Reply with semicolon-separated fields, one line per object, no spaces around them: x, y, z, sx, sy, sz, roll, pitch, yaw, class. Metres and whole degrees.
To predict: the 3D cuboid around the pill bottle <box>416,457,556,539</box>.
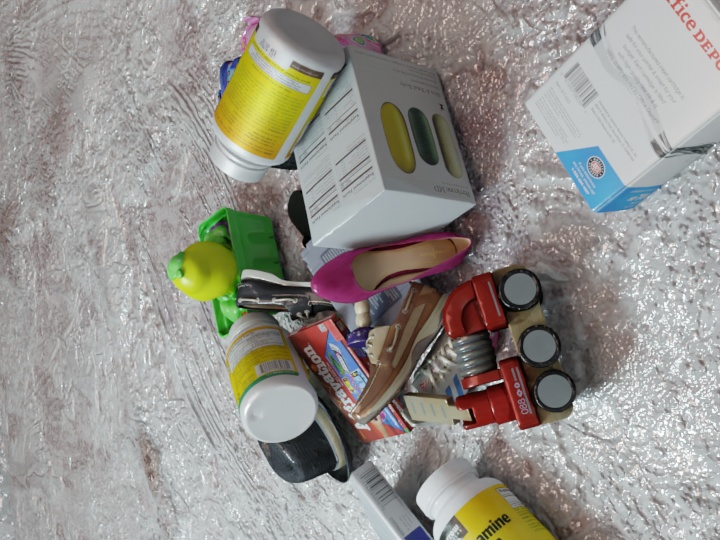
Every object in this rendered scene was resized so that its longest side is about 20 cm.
0.161;0.326;0.938;0.200;0.112;0.113;44;126;36;pill bottle

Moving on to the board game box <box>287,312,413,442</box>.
-0.015;0.158;1.116;0.103;0.019;0.200;-24;104;45;board game box

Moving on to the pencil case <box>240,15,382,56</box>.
-0.066;-0.289;1.047;0.087;0.200;0.088;5;96;52;pencil case

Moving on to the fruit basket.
-0.232;0.005;1.270;0.155;0.215;0.216;-23;77;56;fruit basket

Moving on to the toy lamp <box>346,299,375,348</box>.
0.000;0.000;1.043;0.058;0.058;0.200;-23;68;48;toy lamp

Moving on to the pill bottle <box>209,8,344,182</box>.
-0.109;-0.205;0.945;0.200;0.109;0.109;-54;57;33;pill bottle

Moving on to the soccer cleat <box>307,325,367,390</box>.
-0.016;0.129;1.152;0.078;0.069;0.200;56;129;24;soccer cleat

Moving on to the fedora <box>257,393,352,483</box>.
-0.102;0.261;1.207;0.201;0.092;0.201;39;144;37;fedora

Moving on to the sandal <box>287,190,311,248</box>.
-0.068;-0.051;1.200;0.200;0.045;0.075;47;127;34;sandal

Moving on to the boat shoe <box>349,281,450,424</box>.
0.041;0.101;0.977;0.072;0.200;0.076;33;160;8;boat shoe

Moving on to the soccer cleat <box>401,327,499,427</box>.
0.112;0.120;0.986;0.070;0.086;0.200;40;123;38;soccer cleat

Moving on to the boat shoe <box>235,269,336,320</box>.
-0.097;0.046;1.176;0.200;0.074;0.060;11;75;15;boat shoe

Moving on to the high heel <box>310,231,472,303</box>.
0.038;-0.011;0.959;0.096;0.200;0.068;-31;78;61;high heel

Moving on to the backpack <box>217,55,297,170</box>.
-0.154;-0.247;1.208;0.200;0.134;0.183;12;103;50;backpack

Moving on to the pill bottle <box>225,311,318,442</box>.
-0.138;0.149;1.151;0.200;0.113;0.113;-121;43;-54;pill bottle

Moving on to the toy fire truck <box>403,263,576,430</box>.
0.131;0.105;0.902;0.200;0.129;0.176;-19;79;11;toy fire truck

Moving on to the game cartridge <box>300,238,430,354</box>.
0.012;0.005;1.086;0.133;0.041;0.200;-44;62;18;game cartridge

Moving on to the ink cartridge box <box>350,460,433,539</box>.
0.071;0.379;1.066;0.196;0.043;0.200;45;163;34;ink cartridge box

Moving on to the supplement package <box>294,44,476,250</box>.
0.021;-0.145;0.985;0.151;0.152;0.200;-35;60;45;supplement package

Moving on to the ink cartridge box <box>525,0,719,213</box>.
0.281;-0.172;0.755;0.200;0.086;0.147;-44;63;41;ink cartridge box
